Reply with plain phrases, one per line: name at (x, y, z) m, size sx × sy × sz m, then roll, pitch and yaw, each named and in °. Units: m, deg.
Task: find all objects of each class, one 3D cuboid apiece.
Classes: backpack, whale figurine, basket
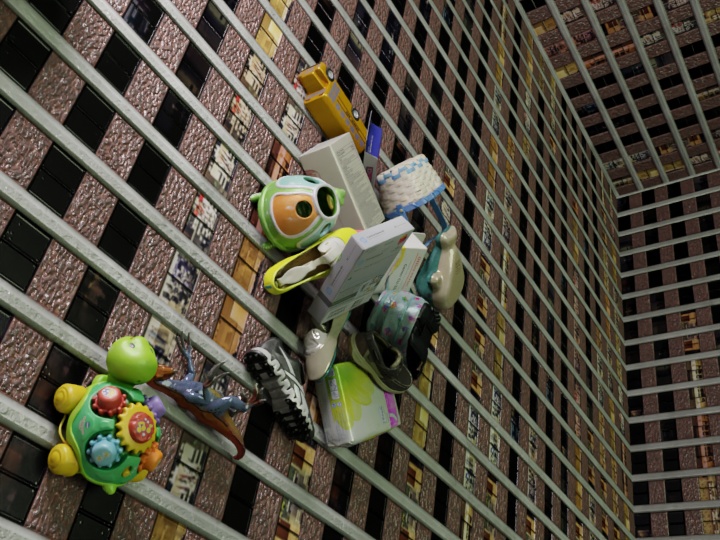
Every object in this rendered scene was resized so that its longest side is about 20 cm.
backpack at (0.088, 0.124, 1.618) m, size 0.200 × 0.125 × 0.168 m, roll 66°, pitch 39°, yaw -67°
whale figurine at (0.186, -0.008, 1.865) m, size 0.159 × 0.103 × 0.202 m, roll -38°, pitch 132°, yaw -51°
basket at (0.132, -0.159, 1.838) m, size 0.201 × 0.138 × 0.176 m, roll 63°, pitch 33°, yaw -4°

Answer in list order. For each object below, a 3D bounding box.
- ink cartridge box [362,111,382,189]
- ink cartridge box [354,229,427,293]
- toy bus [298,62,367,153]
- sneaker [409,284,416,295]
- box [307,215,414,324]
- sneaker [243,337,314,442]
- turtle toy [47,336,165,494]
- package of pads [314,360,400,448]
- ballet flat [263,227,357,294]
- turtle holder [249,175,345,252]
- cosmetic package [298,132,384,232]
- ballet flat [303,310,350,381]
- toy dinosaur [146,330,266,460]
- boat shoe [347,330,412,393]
ink cartridge box at (0.022, -0.236, 1.686) m, size 0.201 × 0.037 × 0.095 m, roll 95°, pitch 3°, yaw -51°
ink cartridge box at (0.059, -0.017, 1.617) m, size 0.198 × 0.117 × 0.068 m, roll -2°, pitch 36°, yaw -38°
toy bus at (-0.061, -0.343, 1.680) m, size 0.200 × 0.065 × 0.079 m, roll 53°, pitch 39°, yaw -33°
sneaker at (0.064, 0.013, 1.725) m, size 0.080 × 0.077 × 0.201 m, roll -52°, pitch 121°, yaw -43°
box at (0.000, 0.000, 1.441) m, size 0.041 × 0.201 × 0.155 m, roll 46°, pitch 39°, yaw 17°
sneaker at (-0.122, 0.200, 1.345) m, size 0.201 × 0.066 × 0.091 m, roll 62°, pitch 35°, yaw -16°
turtle toy at (-0.312, 0.185, 1.010) m, size 0.145 × 0.100 × 0.202 m, roll 26°, pitch 56°, yaw -52°
package of pads at (-0.006, 0.252, 1.511) m, size 0.199 × 0.068 × 0.156 m, roll -1°, pitch 77°, yaw -58°
ballet flat at (-0.081, -0.014, 1.395) m, size 0.067 × 0.199 × 0.067 m, roll 63°, pitch -12°, yaw -6°
turtle holder at (-0.101, -0.106, 1.448) m, size 0.185 × 0.131 × 0.143 m, roll 21°, pitch 59°, yaw -53°
cosmetic package at (-0.037, -0.170, 1.621) m, size 0.103 × 0.087 × 0.202 m, roll -42°, pitch 114°, yaw -55°
ballet flat at (-0.074, 0.121, 1.466) m, size 0.070 × 0.069 × 0.201 m, roll 57°, pitch 30°, yaw -26°
toy dinosaur at (-0.235, 0.192, 1.154) m, size 0.180 × 0.105 × 0.202 m, roll 4°, pitch 85°, yaw -36°
boat shoe at (0.051, 0.179, 1.510) m, size 0.200 × 0.064 × 0.074 m, roll 40°, pitch 40°, yaw -43°
